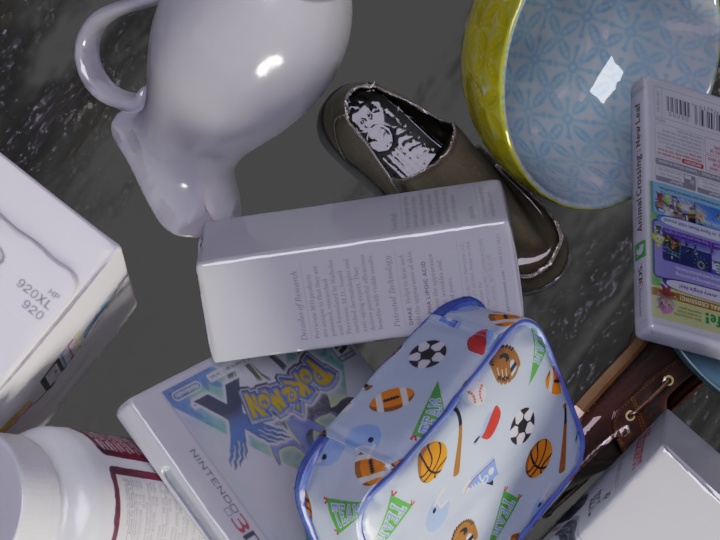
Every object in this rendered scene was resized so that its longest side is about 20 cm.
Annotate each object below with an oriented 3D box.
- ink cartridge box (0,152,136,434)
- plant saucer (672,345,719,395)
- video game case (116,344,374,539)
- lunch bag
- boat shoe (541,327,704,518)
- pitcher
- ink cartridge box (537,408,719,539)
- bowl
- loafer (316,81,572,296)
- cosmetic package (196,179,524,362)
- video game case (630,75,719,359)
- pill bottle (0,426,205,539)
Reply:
[{"bbox_3d":[-0.244,0.015,1.631,0.147,0.200,0.145,37,80,6],"label":"ink cartridge box"},{"bbox_3d":[0.261,0.008,1.698,0.200,0.027,0.200,12,63,-25],"label":"plant saucer"},{"bbox_3d":[-0.035,0.125,1.642,0.182,0.022,0.200,54,40,8],"label":"video game case"},{"bbox_3d":[0.048,0.127,1.573,0.076,0.160,0.200,21,56,40],"label":"lunch bag"},{"bbox_3d":[0.180,0.089,1.693,0.070,0.070,0.200,40,80,8],"label":"boat shoe"},{"bbox_3d":[-0.102,-0.147,1.681,0.172,0.200,0.121,46,40,15],"label":"pitcher"},{"bbox_3d":[0.150,0.191,1.601,0.084,0.145,0.200,43,100,2],"label":"ink cartridge box"},{"bbox_3d":[0.132,-0.147,1.711,0.108,0.200,0.200,21,74,47],"label":"bowl"},{"bbox_3d":[0.053,-0.056,1.720,0.200,0.070,0.075,35,80,6],"label":"loafer"},{"bbox_3d":[0.000,0.000,1.653,0.200,0.102,0.074,-9,106,3],"label":"cosmetic package"},{"bbox_3d":[0.263,-0.020,1.682,0.200,0.022,0.182,15,62,-25],"label":"video game case"},{"bbox_3d":[-0.168,0.154,1.597,0.109,0.200,0.110,-9,75,37],"label":"pill bottle"}]
